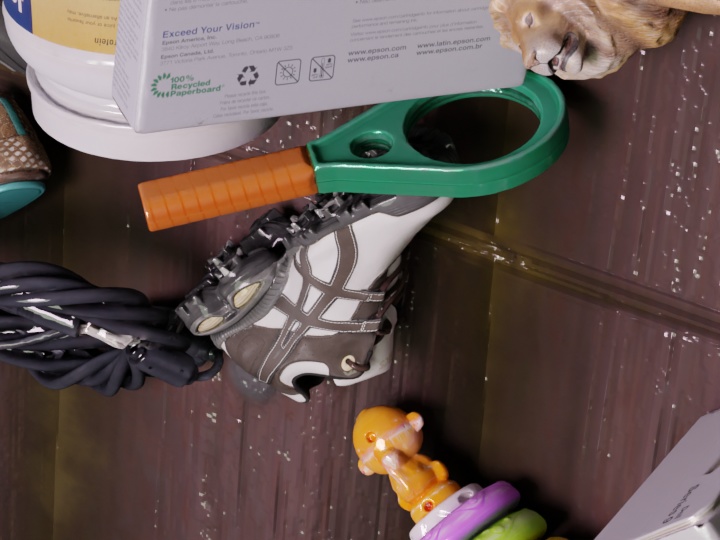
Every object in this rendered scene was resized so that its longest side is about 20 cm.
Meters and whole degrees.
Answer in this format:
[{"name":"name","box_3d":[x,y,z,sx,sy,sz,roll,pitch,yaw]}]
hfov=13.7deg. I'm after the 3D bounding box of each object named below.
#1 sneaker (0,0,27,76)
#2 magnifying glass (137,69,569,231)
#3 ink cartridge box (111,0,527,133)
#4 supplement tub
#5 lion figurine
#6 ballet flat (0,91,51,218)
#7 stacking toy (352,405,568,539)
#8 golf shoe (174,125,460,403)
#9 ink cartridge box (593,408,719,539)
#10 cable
[{"name":"sneaker","box_3d":[-0.172,-0.182,1.453,0.079,0.075,0.201,-18,105,36]},{"name":"magnifying glass","box_3d":[-0.002,-0.052,1.364,0.199,0.080,0.022,-15,130,-4]},{"name":"ink cartridge box","box_3d":[-0.005,-0.162,1.290,0.043,0.195,0.201,52,141,47]},{"name":"supplement tub","box_3d":[-0.095,-0.165,1.366,0.144,0.144,0.201,15,123,25]},{"name":"lion figurine","box_3d":[0.131,-0.165,1.272,0.122,0.072,0.201,23,117,16]},{"name":"ballet flat","box_3d":[-0.237,-0.040,1.594,0.199,0.070,0.066,-26,73,37]},{"name":"stacking toy","box_3d":[0.062,0.149,1.485,0.116,0.110,0.200,-44,77,25]},{"name":"golf shoe","box_3d":[0.000,0.000,1.453,0.095,0.078,0.200,48,140,-8]},{"name":"ink cartridge box","box_3d":[0.207,0.167,1.361,0.087,0.145,0.201,-25,102,41]},{"name":"cable","box_3d":[-0.178,0.026,1.536,0.199,0.163,0.051,7,81,44]}]
